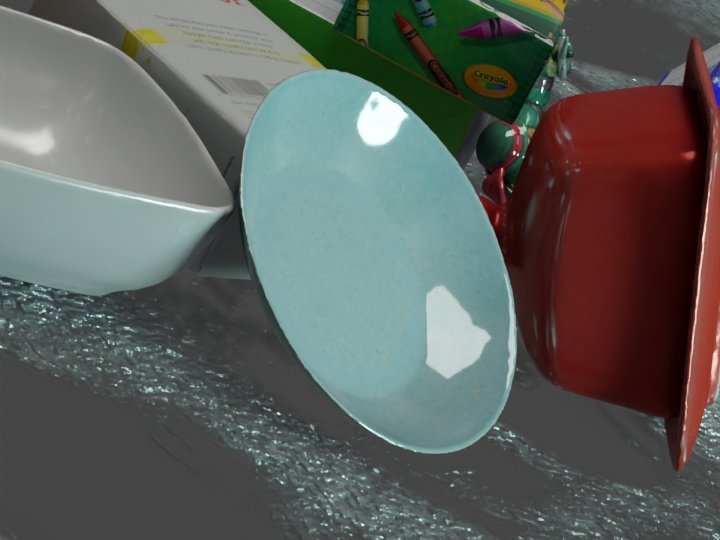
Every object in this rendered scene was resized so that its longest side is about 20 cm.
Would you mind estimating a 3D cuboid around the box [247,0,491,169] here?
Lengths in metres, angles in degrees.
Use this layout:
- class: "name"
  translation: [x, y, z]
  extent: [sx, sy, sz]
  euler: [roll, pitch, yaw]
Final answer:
- class: "box"
  translation: [-0.016, -0.127, 1.572]
  extent: [0.199, 0.097, 0.177]
  euler: [29, 22, 4]

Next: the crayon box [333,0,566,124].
- class: "crayon box"
  translation: [0.060, -0.164, 1.532]
  extent: [0.118, 0.059, 0.200]
  euler: [28, 21, -2]

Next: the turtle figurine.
- class: "turtle figurine"
  translation: [0.129, -0.071, 1.608]
  extent: [0.200, 0.100, 0.151]
  euler: [25, 41, -56]

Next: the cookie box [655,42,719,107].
- class: "cookie box"
  translation: [0.252, -0.054, 1.658]
  extent: [0.172, 0.075, 0.200]
  euler: [62, 20, -6]

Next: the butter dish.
- class: "butter dish"
  translation: [0.127, -0.016, 1.406]
  extent: [0.146, 0.202, 0.200]
  euler: [4, 20, 3]

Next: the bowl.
- class: "bowl"
  translation: [-0.178, -0.062, 1.223]
  extent: [0.199, 0.075, 0.200]
  euler: [14, 24, -34]

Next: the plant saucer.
- class: "plant saucer"
  translation: [0.000, 0.000, 1.264]
  extent: [0.200, 0.039, 0.202]
  euler: [28, 50, -39]

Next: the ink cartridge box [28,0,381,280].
- class: "ink cartridge box"
  translation: [-0.078, -0.081, 1.387]
  extent: [0.145, 0.084, 0.200]
  euler: [4, 31, -47]
